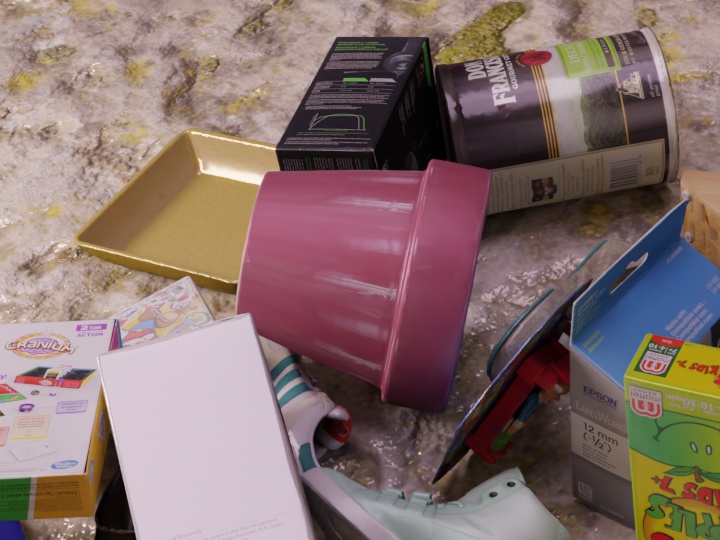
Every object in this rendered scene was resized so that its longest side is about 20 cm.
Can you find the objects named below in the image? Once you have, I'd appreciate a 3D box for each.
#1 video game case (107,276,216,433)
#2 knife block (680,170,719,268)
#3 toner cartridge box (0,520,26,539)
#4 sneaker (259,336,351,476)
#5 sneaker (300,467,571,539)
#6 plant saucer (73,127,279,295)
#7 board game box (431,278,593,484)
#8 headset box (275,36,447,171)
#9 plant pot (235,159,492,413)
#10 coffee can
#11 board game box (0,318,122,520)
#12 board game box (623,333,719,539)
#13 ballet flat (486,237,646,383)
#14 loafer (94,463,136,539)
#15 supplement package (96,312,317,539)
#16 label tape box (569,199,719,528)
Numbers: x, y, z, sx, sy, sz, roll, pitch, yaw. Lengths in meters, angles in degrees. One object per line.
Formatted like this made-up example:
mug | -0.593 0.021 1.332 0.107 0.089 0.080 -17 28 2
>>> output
video game case | -0.211 0.085 1.369 0.200 0.023 0.182 -28 24 -6
knife block | 0.396 -0.041 1.407 0.175 0.064 0.200 -22 39 -15
toner cartridge box | -0.350 0.221 1.180 0.095 0.043 0.200 26 50 36
sneaker | -0.053 0.113 1.328 0.093 0.070 0.200 0 41 3
sneaker | 0.057 0.180 1.200 0.200 0.074 0.118 30 59 29
plant saucer | -0.137 -0.049 1.566 0.200 0.049 0.200 13 44 29
board game box | 0.125 0.097 1.221 0.039 0.200 0.158 39 65 13
headset box | 0.010 -0.095 1.484 0.093 0.174 0.200 2 38 18
plant pot | 0.000 0.000 1.310 0.179 0.200 0.200 12 40 2
coffee can | 0.179 -0.135 1.515 0.200 0.147 0.146 -10 38 0
board game box | -0.266 0.110 1.244 0.153 0.040 0.200 -2 32 2
board game box | 0.238 0.141 1.103 0.101 0.200 0.048 11 43 26
ballet flat | 0.183 0.038 1.363 0.062 0.068 0.200 28 52 27
loafer | -0.160 0.145 1.304 0.073 0.071 0.200 4 40 19
supplement package | -0.104 0.154 1.179 0.120 0.121 0.200 -16 64 -4
label tape box | 0.218 0.070 1.199 0.066 0.200 0.143 27 51 31
